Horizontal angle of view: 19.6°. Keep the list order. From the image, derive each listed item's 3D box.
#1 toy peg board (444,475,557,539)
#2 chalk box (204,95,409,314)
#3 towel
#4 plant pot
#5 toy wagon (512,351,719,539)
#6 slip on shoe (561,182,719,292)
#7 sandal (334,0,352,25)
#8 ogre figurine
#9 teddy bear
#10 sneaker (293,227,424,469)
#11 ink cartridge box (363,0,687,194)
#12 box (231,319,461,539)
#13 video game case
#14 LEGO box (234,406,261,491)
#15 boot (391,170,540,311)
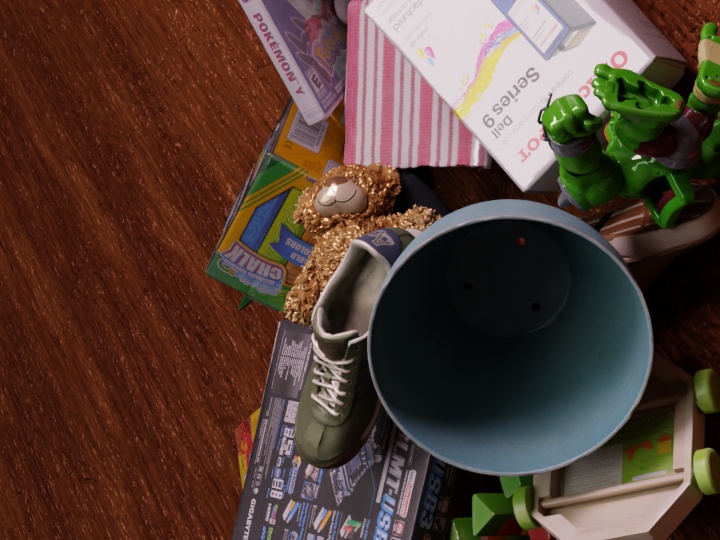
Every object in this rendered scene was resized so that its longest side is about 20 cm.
[{"bbox_3d":[0.138,0.252,1.615,0.200,0.098,0.199,-50,47,44],"label":"toy peg board"},{"bbox_3d":[-0.053,-0.041,1.882,0.200,0.124,0.125,-60,7,39],"label":"chalk box"},{"bbox_3d":[0.050,-0.156,1.723,0.200,0.030,0.147,5,94,55],"label":"towel"},{"bbox_3d":[0.108,0.031,1.521,0.135,0.200,0.200,-82,8,-68],"label":"plant pot"},{"bbox_3d":[0.192,0.114,1.536,0.155,0.040,0.200,-15,48,28],"label":"toy wagon"},{"bbox_3d":[0.204,-0.012,1.572,0.200,0.076,0.061,-18,112,48],"label":"slip on shoe"},{"bbox_3d":[0.037,-0.306,1.844,0.203,0.082,0.050,-63,26,6],"label":"sandal"},{"bbox_3d":[0.209,-0.096,1.458,0.098,0.200,0.120,44,147,21],"label":"ogre figurine"},{"bbox_3d":[0.000,0.000,1.657,0.145,0.067,0.200,-11,68,37],"label":"teddy bear"},{"bbox_3d":[-0.014,0.056,1.572,0.067,0.090,0.200,29,101,27],"label":"sneaker"},{"bbox_3d":[0.124,-0.176,1.576,0.145,0.087,0.200,-46,74,21],"label":"ink cartridge box"},{"bbox_3d":[-0.005,0.150,1.690,0.198,0.050,0.200,8,84,43],"label":"box"},{"bbox_3d":[-0.050,-0.242,1.820,0.023,0.200,0.182,-21,108,27],"label":"video game case"},{"bbox_3d":[-0.046,0.221,1.910,0.149,0.077,0.200,136,129,-61],"label":"LEGO box"},{"bbox_3d":[0.045,0.037,1.748,0.168,0.076,0.200,42,120,21],"label":"boot"}]
